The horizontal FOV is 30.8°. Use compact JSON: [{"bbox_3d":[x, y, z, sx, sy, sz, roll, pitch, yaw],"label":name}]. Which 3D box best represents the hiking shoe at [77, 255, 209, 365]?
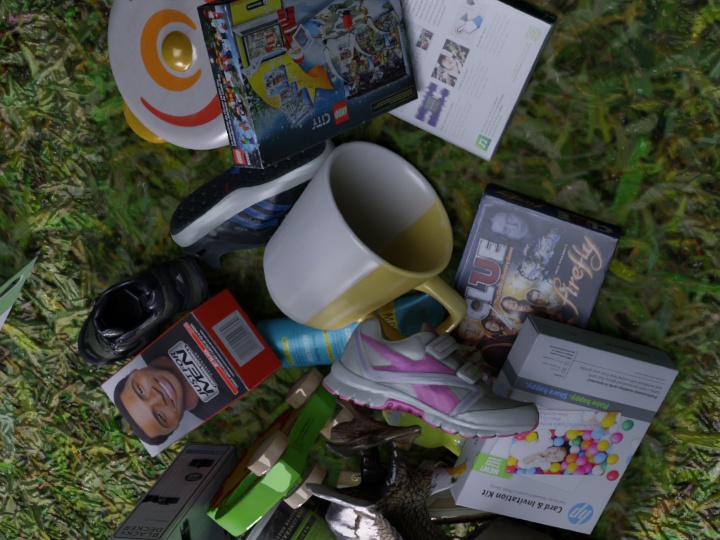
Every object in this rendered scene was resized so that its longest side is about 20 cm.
[{"bbox_3d":[-0.251,0.044,1.355,0.200,0.101,0.076,-35,74,37],"label":"hiking shoe"}]

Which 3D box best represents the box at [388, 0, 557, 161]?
[{"bbox_3d":[0.061,-0.208,1.200,0.200,0.036,0.145,26,118,4],"label":"box"}]

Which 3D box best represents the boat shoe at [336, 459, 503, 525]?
[{"bbox_3d":[0.070,0.231,1.363,0.199,0.074,0.067,-3,74,2],"label":"boat shoe"}]

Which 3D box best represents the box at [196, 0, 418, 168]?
[{"bbox_3d":[-0.039,-0.183,1.113,0.038,0.200,0.137,9,118,44],"label":"box"}]

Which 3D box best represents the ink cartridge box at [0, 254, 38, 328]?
[{"bbox_3d":[-0.439,0.059,1.437,0.059,0.104,0.200,35,118,0],"label":"ink cartridge box"}]

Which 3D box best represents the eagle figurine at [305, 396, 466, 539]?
[{"bbox_3d":[0.042,0.228,1.212,0.151,0.152,0.200,-10,109,9],"label":"eagle figurine"}]

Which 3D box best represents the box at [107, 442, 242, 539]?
[{"bbox_3d":[-0.192,0.283,1.399,0.060,0.200,0.117,2,114,17],"label":"box"}]

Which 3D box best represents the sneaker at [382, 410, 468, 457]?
[{"bbox_3d":[0.102,0.146,1.325,0.200,0.105,0.076,29,104,-28],"label":"sneaker"}]

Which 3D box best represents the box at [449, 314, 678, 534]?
[{"bbox_3d":[0.193,0.152,1.263,0.156,0.041,0.200,16,114,-19],"label":"box"}]

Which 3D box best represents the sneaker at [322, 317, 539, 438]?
[{"bbox_3d":[0.070,0.097,1.189,0.199,0.081,0.088,17,88,3],"label":"sneaker"}]

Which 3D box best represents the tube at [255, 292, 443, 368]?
[{"bbox_3d":[-0.008,0.066,1.338,0.199,0.050,0.078,-8,120,14],"label":"tube"}]

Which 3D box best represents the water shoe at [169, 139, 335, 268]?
[{"bbox_3d":[-0.096,-0.071,1.303,0.200,0.072,0.079,-25,130,24],"label":"water shoe"}]

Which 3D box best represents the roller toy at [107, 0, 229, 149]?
[{"bbox_3d":[-0.133,-0.206,1.185,0.200,0.140,0.183,6,108,30],"label":"roller toy"}]

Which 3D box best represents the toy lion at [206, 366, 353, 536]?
[{"bbox_3d":[-0.097,0.202,1.333,0.069,0.200,0.192,41,117,-6],"label":"toy lion"}]

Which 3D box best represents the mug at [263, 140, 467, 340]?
[{"bbox_3d":[-0.008,-0.004,1.243,0.153,0.149,0.187,-41,66,37],"label":"mug"}]

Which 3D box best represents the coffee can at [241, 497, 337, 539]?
[{"bbox_3d":[-0.042,0.341,1.406,0.200,0.146,0.147,35,118,1],"label":"coffee can"}]

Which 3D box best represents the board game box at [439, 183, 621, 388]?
[{"bbox_3d":[0.154,0.031,1.264,0.135,0.035,0.200,19,114,7],"label":"board game box"}]

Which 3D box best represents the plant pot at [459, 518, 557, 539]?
[{"bbox_3d":[0.142,0.333,1.327,0.200,0.200,0.135,-40,83,28],"label":"plant pot"}]

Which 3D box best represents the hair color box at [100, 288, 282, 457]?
[{"bbox_3d":[-0.180,0.110,1.365,0.102,0.061,0.200,53,134,1],"label":"hair color box"}]
